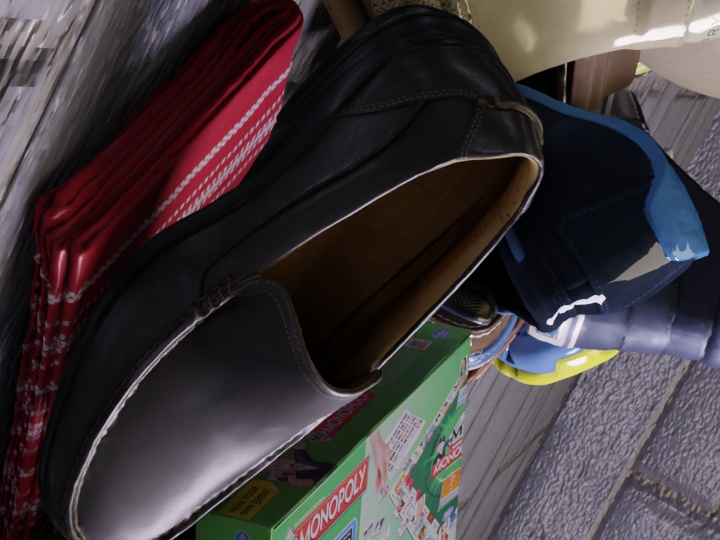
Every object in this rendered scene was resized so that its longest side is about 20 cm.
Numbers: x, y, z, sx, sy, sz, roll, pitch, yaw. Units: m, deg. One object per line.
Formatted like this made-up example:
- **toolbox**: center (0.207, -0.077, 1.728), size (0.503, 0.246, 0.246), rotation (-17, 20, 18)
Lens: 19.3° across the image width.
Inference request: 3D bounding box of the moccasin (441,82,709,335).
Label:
- **moccasin**: center (0.039, -0.022, 0.692), size (0.068, 0.081, 0.200), rotation (-33, -171, -11)

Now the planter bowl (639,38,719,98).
- **planter bowl**: center (0.176, -0.176, 1.033), size (0.134, 0.200, 0.201), rotation (-9, 132, -44)

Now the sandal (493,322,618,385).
- **sandal**: center (0.075, -0.023, 1.051), size (0.079, 0.200, 0.087), rotation (-24, 129, 1)

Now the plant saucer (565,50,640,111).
- **plant saucer**: center (0.109, -0.165, 0.902), size (0.200, 0.029, 0.201), rotation (4, 90, -87)

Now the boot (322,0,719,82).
- **boot**: center (0.044, -0.155, 0.670), size (0.155, 0.201, 0.073), rotation (-18, -175, -9)

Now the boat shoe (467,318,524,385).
- **boat shoe**: center (-0.002, 0.049, 0.944), size (0.200, 0.070, 0.071), rotation (-41, 122, -34)

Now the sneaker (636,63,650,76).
- **sneaker**: center (0.180, -0.195, 1.225), size (0.081, 0.074, 0.201), rotation (-34, 150, -60)

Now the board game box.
- **board game box**: center (-0.008, 0.112, 0.766), size (0.200, 0.029, 0.135), rotation (-37, 133, -63)

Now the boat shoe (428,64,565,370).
- **boat shoe**: center (0.052, -0.052, 0.951), size (0.072, 0.072, 0.201), rotation (117, -15, -54)

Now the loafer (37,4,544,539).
- **loafer**: center (-0.024, 0.014, 0.624), size (0.200, 0.073, 0.072), rotation (-52, -146, 13)

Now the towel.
- **towel**: center (-0.077, 0.012, 0.725), size (0.145, 0.022, 0.200), rotation (-51, 166, -42)

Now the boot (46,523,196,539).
- **boot**: center (-0.114, 0.145, 0.700), size (0.200, 0.075, 0.097), rotation (-38, 154, -31)

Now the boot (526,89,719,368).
- **boot**: center (0.128, -0.023, 0.949), size (0.200, 0.090, 0.073), rotation (-75, 178, -54)
